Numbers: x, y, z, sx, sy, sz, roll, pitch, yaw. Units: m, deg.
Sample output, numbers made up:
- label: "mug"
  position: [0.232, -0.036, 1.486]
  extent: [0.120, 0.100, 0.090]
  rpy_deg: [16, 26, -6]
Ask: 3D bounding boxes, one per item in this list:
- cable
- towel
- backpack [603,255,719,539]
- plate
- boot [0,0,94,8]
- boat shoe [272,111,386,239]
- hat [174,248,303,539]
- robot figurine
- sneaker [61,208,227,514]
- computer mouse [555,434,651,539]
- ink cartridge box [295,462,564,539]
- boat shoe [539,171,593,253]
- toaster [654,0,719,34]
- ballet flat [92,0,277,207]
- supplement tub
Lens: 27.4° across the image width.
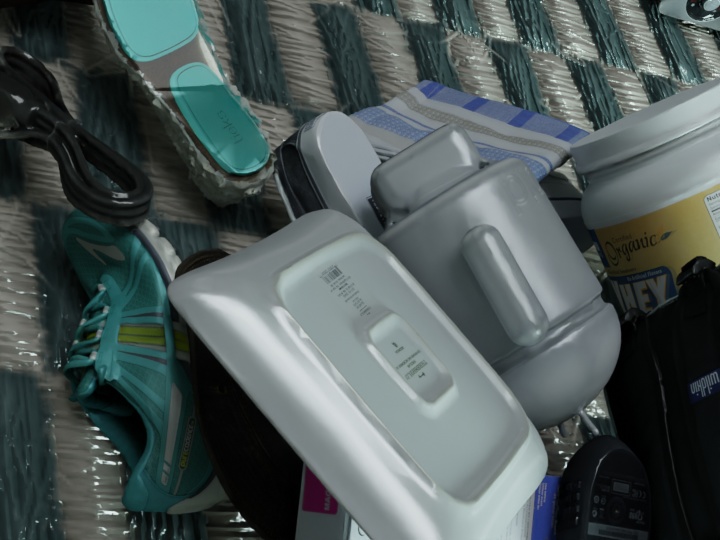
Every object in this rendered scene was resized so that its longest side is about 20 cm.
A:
- label: "cable"
  position: [-0.191, -0.079, 0.888]
  extent: [0.200, 0.051, 0.097]
  rpy_deg: [36, 29, 20]
- label: "towel"
  position: [0.068, -0.093, 1.045]
  extent: [0.146, 0.024, 0.200]
  rpy_deg: [19, 25, 22]
- label: "backpack"
  position: [0.239, 0.111, 0.862]
  extent: [0.150, 0.178, 0.201]
  rpy_deg: [11, 60, -24]
- label: "plate"
  position: [0.016, 0.053, 0.750]
  extent: [0.200, 0.032, 0.199]
  rpy_deg: [49, 24, 4]
- label: "boot"
  position: [-0.227, -0.196, 0.958]
  extent: [0.165, 0.073, 0.200]
  rpy_deg: [8, 35, -31]
- label: "boat shoe"
  position: [0.000, 0.000, 0.957]
  extent: [0.072, 0.068, 0.201]
  rpy_deg: [-25, 88, -51]
- label: "hat"
  position: [-0.019, 0.064, 0.820]
  extent: [0.201, 0.081, 0.201]
  rpy_deg: [54, 19, -28]
- label: "robot figurine"
  position: [0.081, 0.013, 0.887]
  extent: [0.201, 0.113, 0.170]
  rpy_deg: [59, 3, 2]
- label: "sneaker"
  position: [-0.130, 0.044, 0.830]
  extent: [0.079, 0.078, 0.201]
  rpy_deg: [-12, 60, -29]
- label: "computer mouse"
  position: [0.127, 0.193, 0.838]
  extent: [0.058, 0.034, 0.201]
  rpy_deg: [19, 76, -35]
- label: "ink cartridge box"
  position: [0.039, 0.160, 0.788]
  extent: [0.199, 0.042, 0.120]
  rpy_deg: [14, 80, -48]
- label: "boat shoe"
  position: [0.087, -0.045, 1.058]
  extent: [0.199, 0.074, 0.066]
  rpy_deg: [6, 45, -42]
- label: "toaster"
  position: [0.362, -0.330, 1.446]
  extent: [0.180, 0.119, 0.201]
  rpy_deg: [11, 48, -26]
- label: "ballet flat"
  position: [-0.125, -0.127, 0.975]
  extent: [0.071, 0.072, 0.201]
  rpy_deg: [-18, 75, -42]
- label: "supplement tub"
  position: [0.241, -0.019, 1.028]
  extent: [0.144, 0.144, 0.201]
  rpy_deg: [-29, 96, -45]
